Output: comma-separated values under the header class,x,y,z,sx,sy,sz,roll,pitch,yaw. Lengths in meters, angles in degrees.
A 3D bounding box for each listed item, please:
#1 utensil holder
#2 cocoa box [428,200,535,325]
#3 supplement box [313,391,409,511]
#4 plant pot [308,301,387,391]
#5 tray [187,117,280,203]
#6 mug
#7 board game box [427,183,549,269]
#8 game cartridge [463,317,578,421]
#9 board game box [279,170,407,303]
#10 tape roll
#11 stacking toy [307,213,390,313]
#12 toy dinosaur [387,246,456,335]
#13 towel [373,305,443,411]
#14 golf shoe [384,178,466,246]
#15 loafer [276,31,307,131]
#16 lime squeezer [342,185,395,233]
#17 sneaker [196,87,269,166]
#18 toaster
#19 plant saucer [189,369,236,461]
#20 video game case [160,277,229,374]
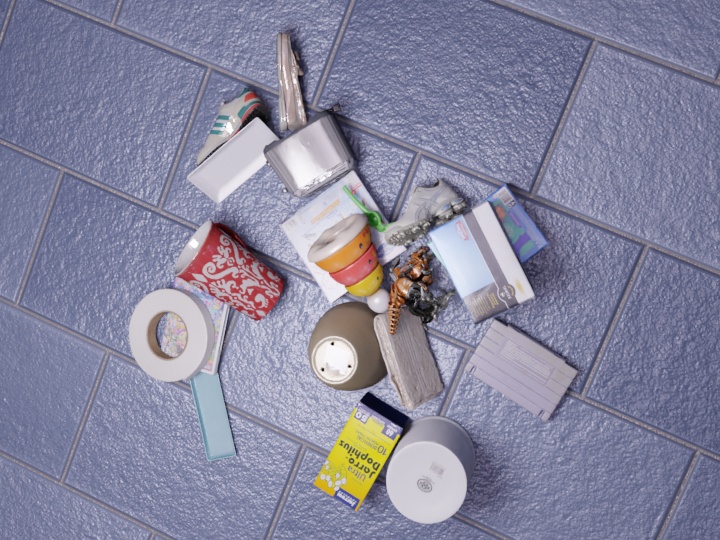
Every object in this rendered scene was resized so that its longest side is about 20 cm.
class,x,y,z,sx,sy,sz,roll,pitch,yaw
utensil holder,0.140,0.395,1.679,0.168,0.200,0.172,1,94,11
cocoa box,0.236,-0.017,1.628,0.130,0.133,0.202,-27,88,12
supplement box,0.003,0.373,1.750,0.108,0.109,0.202,29,98,8
plant pot,-0.031,0.164,1.700,0.185,0.200,0.190,0,92,10
tray,-0.264,-0.235,1.788,0.199,0.107,0.022,-38,46,10
mug,-0.259,-0.010,1.752,0.199,0.133,0.179,36,58,-21
board game box,0.259,-0.055,1.713,0.199,0.045,0.153,-37,86,10
game cartridge,0.328,0.200,1.720,0.199,0.038,0.131,32,94,8
board game box,-0.036,-0.070,1.769,0.199,0.041,0.201,-34,86,10
tape roll,-0.411,0.140,1.831,0.200,0.037,0.206,0,90,20
stacking toy,0.000,0.000,1.701,0.145,0.146,0.201,-33,106,10
toy dinosaur,0.106,0.047,1.706,0.135,0.102,0.201,33,80,-5
towel,0.099,0.175,1.715,0.034,0.132,0.202,-19,88,38
golf shoe,0.114,-0.118,1.695,0.199,0.078,0.098,-26,73,-30
loafer,-0.144,-0.395,1.768,0.062,0.072,0.203,-2,99,-6
lime squeezer,0.049,-0.111,1.713,0.198,0.038,0.071,21,72,-8
sneaker,-0.283,-0.304,1.801,0.200,0.070,0.094,-43,59,18
toaster,-0.092,-0.238,1.738,0.199,0.114,0.130,-30,91,8
plant saucer,-0.325,0.314,1.855,0.069,0.019,0.203,-13,91,10
video game case,-0.359,0.111,1.841,0.142,0.018,0.203,14,95,20
